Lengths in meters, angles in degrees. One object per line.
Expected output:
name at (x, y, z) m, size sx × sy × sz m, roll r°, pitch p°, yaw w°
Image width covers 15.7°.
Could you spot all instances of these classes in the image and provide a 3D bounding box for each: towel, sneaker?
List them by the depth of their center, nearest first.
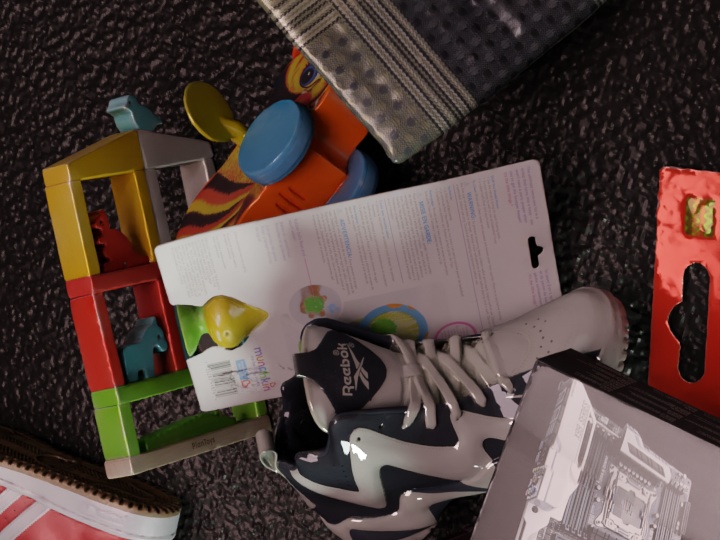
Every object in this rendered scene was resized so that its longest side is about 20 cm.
towel at (0.028, -0.185, 1.310) m, size 0.192 × 0.035 × 0.200 m, roll -39°, pitch 87°, yaw -1°
sneaker at (0.031, 0.058, 1.322) m, size 0.199 × 0.129 × 0.080 m, roll -33°, pitch 46°, yaw 27°
sneaker at (-0.203, 0.162, 1.561) m, size 0.199 × 0.071 × 0.113 m, roll 19°, pitch 104°, yaw 28°

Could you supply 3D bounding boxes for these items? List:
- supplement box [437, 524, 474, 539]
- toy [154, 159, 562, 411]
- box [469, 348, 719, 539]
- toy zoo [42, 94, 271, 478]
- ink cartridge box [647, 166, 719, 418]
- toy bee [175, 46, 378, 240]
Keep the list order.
supplement box at (0.044, 0.253, 1.373) m, size 0.103 × 0.131 × 0.201 m, roll -35°, pitch 77°, yaw 32°
toy at (0.000, 0.000, 1.355) m, size 0.198 × 0.047 × 0.116 m, roll -14°, pitch 128°, yaw -1°
box at (0.152, 0.151, 1.256) m, size 0.199 × 0.050 × 0.159 m, roll 26°, pitch 106°, yaw 22°
toy zoo at (-0.114, 0.004, 1.440) m, size 0.020 × 0.131 × 0.202 m, roll -12°, pitch 91°, yaw 34°
ink cartridge box at (0.223, 0.037, 1.270) m, size 0.199 × 0.050 × 0.164 m, roll 8°, pitch 101°, yaw 29°
toy bee at (-0.025, -0.069, 1.396) m, size 0.199 × 0.109 × 0.131 m, roll -28°, pitch 124°, yaw 2°
